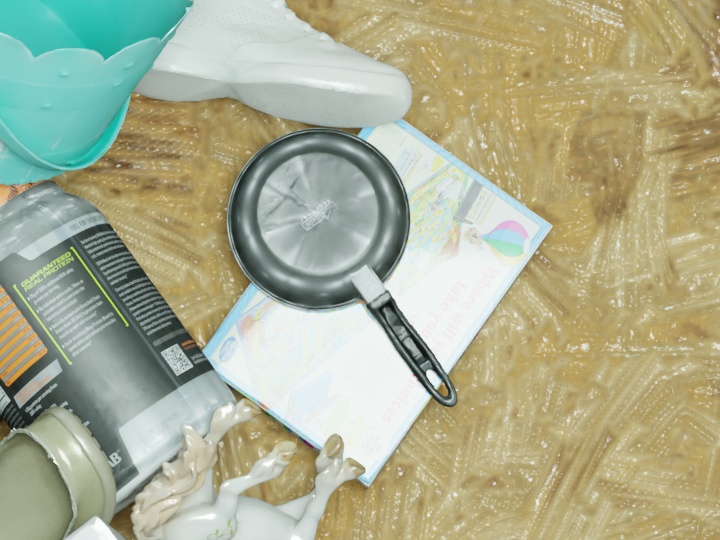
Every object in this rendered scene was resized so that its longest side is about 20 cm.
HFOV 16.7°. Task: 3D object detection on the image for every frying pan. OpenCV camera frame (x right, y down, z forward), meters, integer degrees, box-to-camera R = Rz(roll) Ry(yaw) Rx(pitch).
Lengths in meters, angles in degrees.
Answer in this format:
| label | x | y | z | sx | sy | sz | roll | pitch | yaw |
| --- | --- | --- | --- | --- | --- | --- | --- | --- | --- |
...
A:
| label | x | y | z | sx | sy | sz | roll | pitch | yaw |
| --- | --- | --- | --- | --- | --- | --- | --- | --- | --- |
| frying pan | -0.017 | 0.003 | 1.506 | 0.114 | 0.031 | 0.191 | -14 | 79 | -2 |

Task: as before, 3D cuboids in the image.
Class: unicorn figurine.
| label | x | y | z | sx | sy | sz | roll | pitch | yaw |
| --- | --- | --- | --- | --- | --- | --- | --- | --- | --- |
| unicorn figurine | -0.057 | 0.159 | 1.466 | 0.200 | 0.074 | 0.138 | 29 | 102 | -26 |

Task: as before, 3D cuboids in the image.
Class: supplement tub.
| label | x | y | z | sx | sy | sz | roll | pitch | yaw |
| --- | --- | --- | --- | --- | --- | --- | --- | --- | --- |
| supplement tub | -0.175 | 0.041 | 1.482 | 0.122 | 0.123 | 0.200 | -35 | 84 | -6 |

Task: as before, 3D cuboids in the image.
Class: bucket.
| label | x | y | z | sx | sy | sz | roll | pitch | yaw |
| --- | --- | --- | --- | --- | --- | --- | --- | --- | --- |
| bucket | -0.206 | -0.158 | 1.439 | 0.206 | 0.135 | 0.208 | 16 | 47 | -18 |

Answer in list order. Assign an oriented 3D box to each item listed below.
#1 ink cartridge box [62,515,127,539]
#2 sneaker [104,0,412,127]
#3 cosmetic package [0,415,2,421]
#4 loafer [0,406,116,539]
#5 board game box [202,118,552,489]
| label | x | y | z | sx | sy | sz | roll | pitch | yaw |
| --- | --- | --- | --- | --- | --- | --- | --- | --- | --- |
| ink cartridge box | -0.174 | 0.225 | 1.416 | 0.147 | 0.200 | 0.083 | -37 | 80 | -7 |
| sneaker | -0.059 | -0.146 | 1.528 | 0.199 | 0.075 | 0.089 | 11 | 73 | 14 |
| cosmetic package | -0.317 | 0.125 | 1.477 | 0.200 | 0.104 | 0.073 | -42 | 85 | -6 |
| loafer | -0.204 | 0.153 | 1.430 | 0.076 | 0.200 | 0.068 | 48 | 47 | 12 |
| board game box | 0.009 | 0.016 | 1.535 | 0.134 | 0.034 | 0.200 | 36 | 82 | 4 |
